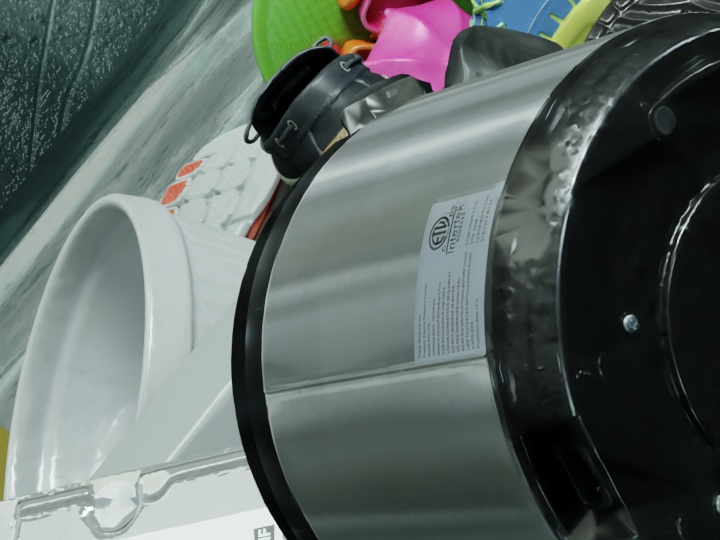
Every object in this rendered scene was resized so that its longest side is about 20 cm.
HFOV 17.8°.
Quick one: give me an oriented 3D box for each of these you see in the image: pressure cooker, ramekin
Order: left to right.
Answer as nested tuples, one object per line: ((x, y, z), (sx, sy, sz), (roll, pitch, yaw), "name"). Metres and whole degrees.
((-0.083, 0.072, 1.042), (0.200, 0.105, 0.201), (-169, 90, -67), "ramekin")
((0.060, 0.022, 0.667), (0.176, 0.179, 0.200), (-46, 18, -30), "pressure cooker")

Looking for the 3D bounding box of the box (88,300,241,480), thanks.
((-0.057, 0.129, 0.894), (0.200, 0.124, 0.097), (-51, 13, -5), "box")

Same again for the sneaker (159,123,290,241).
((-0.074, 0.009, 1.310), (0.077, 0.082, 0.201), (-4, 56, 32), "sneaker")

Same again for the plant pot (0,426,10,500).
((-0.286, 0.174, 1.346), (0.196, 0.200, 0.194), (-49, 14, 8), "plant pot")

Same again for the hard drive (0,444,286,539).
((-0.056, 0.131, 0.776), (0.199, 0.038, 0.140), (-14, 59, 21), "hard drive")

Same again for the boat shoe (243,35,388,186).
((-0.020, -0.080, 1.149), (0.075, 0.062, 0.200), (-49, 12, -2), "boat shoe")

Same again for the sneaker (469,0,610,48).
((0.077, -0.119, 1.171), (0.200, 0.105, 0.076), (-48, 14, 7), "sneaker")

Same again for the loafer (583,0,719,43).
((0.153, -0.107, 1.013), (0.073, 0.071, 0.201), (16, 66, 27), "loafer")

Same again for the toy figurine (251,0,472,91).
((0.017, -0.095, 1.299), (0.184, 0.149, 0.201), (-120, 48, -66), "toy figurine")
